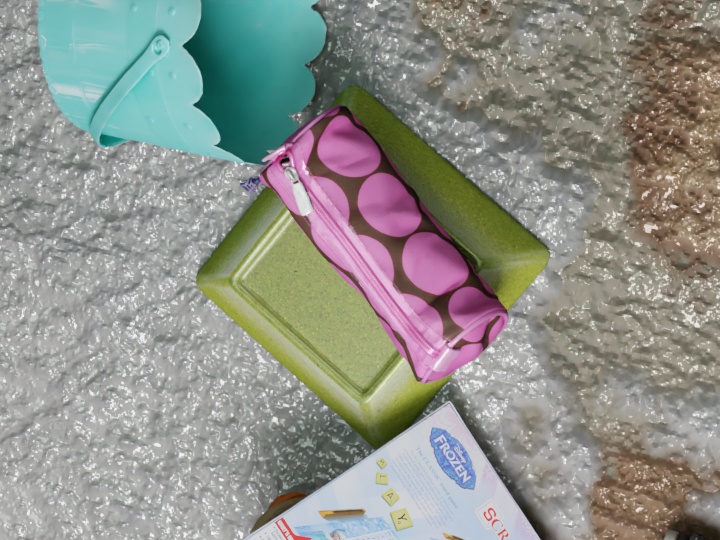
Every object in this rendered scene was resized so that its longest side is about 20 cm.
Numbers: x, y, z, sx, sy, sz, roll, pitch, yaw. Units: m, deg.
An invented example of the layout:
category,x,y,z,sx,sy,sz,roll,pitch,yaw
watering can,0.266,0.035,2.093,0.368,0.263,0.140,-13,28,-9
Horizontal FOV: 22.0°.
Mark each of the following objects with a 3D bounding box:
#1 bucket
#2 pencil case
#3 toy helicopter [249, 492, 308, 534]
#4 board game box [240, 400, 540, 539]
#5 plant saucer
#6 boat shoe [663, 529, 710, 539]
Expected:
category,x,y,z,sx,sy,sz,roll,pitch,yaw
bucket,-0.124,-0.175,1.303,0.135,0.207,0.207,8,96,23
pencil case,0.013,-0.015,1.280,0.091,0.094,0.200,-42,84,14
toy helicopter,-0.019,0.260,1.348,0.079,0.132,0.200,-17,108,43
board game box,0.039,0.226,1.301,0.199,0.041,0.200,-30,85,-30
plant saucer,0.000,0.000,1.357,0.200,0.048,0.200,41,103,9
boat shoe,0.217,0.284,1.310,0.057,0.067,0.200,16,94,18
